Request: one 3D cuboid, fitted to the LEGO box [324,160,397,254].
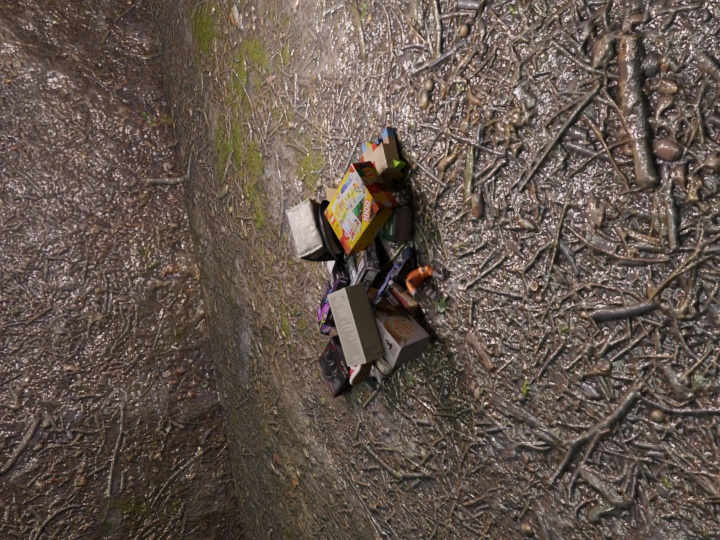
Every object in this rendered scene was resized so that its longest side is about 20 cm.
[{"bbox_3d":[-0.003,-0.169,1.432,0.152,0.075,0.201,58,140,20],"label":"LEGO box"}]

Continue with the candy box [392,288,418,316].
[{"bbox_3d":[0.098,0.152,1.569,0.115,0.054,0.206,44,133,39],"label":"candy box"}]

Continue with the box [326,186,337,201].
[{"bbox_3d":[-0.065,-0.168,1.751,0.161,0.021,0.209,20,117,53],"label":"box"}]

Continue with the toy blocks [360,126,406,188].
[{"bbox_3d":[0.046,-0.313,1.493,0.199,0.097,0.142,-39,57,53],"label":"toy blocks"}]

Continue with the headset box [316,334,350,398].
[{"bbox_3d":[-0.076,0.345,1.874,0.152,0.075,0.202,60,141,26],"label":"headset box"}]

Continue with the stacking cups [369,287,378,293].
[{"bbox_3d":[0.009,0.128,1.707,0.062,0.059,0.201,64,149,20],"label":"stacking cups"}]

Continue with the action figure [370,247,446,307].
[{"bbox_3d":[0.125,0.046,1.434,0.105,0.202,0.192,45,167,-28],"label":"action figure"}]

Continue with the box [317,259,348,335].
[{"bbox_3d":[-0.093,0.086,1.707,0.144,0.035,0.206,-113,42,-67],"label":"box"}]

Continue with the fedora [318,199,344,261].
[{"bbox_3d":[-0.056,-0.136,1.614,0.089,0.200,0.208,-18,83,15],"label":"fedora"}]

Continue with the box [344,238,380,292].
[{"bbox_3d":[0.000,0.000,1.626,0.202,0.048,0.162,119,154,-46],"label":"box"}]

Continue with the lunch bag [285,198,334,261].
[{"bbox_3d":[-0.138,-0.121,1.693,0.114,0.198,0.170,-23,77,21],"label":"lunch bag"}]

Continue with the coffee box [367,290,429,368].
[{"bbox_3d":[0.083,0.154,1.448,0.201,0.111,0.082,50,136,33],"label":"coffee box"}]

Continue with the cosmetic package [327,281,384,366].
[{"bbox_3d":[-0.014,0.148,1.422,0.102,0.071,0.208,-21,83,55],"label":"cosmetic package"}]

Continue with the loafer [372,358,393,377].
[{"bbox_3d":[0.044,0.239,1.669,0.203,0.071,0.063,57,133,15],"label":"loafer"}]

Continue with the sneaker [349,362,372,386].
[{"bbox_3d":[-0.015,0.263,1.638,0.113,0.069,0.205,50,141,33],"label":"sneaker"}]

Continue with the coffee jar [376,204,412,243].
[{"bbox_3d":[0.056,-0.144,1.501,0.197,0.083,0.109,16,102,49],"label":"coffee jar"}]

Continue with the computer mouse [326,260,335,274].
[{"bbox_3d":[-0.100,-0.028,1.804,0.202,0.043,0.111,52,147,25],"label":"computer mouse"}]

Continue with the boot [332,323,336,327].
[{"bbox_3d":[-0.070,0.106,1.755,0.200,0.065,0.136,134,137,-66],"label":"boot"}]

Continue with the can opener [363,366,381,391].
[{"bbox_3d":[0.013,0.310,1.729,0.201,0.064,0.054,-129,27,-48],"label":"can opener"}]
